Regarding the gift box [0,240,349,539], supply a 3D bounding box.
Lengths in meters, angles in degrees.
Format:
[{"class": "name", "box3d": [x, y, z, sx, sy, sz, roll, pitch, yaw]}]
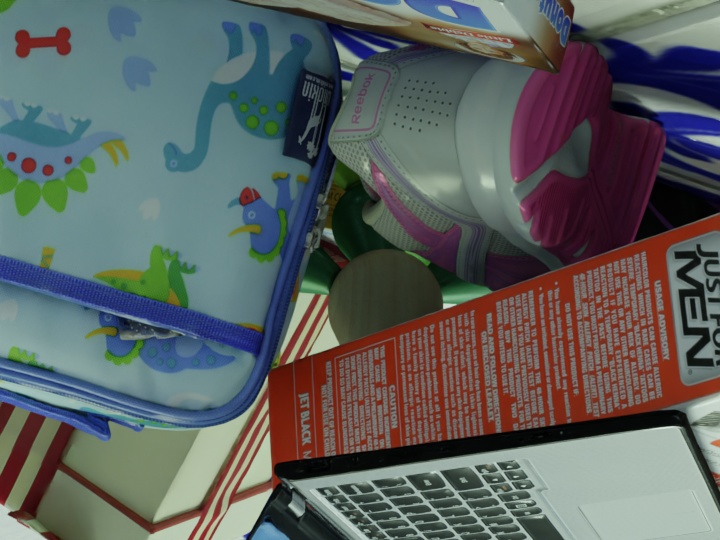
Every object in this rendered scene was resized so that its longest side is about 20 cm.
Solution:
[{"class": "gift box", "box3d": [-0.129, 0.042, 1.143, 0.184, 0.187, 0.200, 33, -166, 20]}]

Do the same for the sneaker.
[{"class": "sneaker", "box3d": [0.049, -0.035, 0.808, 0.088, 0.082, 0.200, 15, 167, 21]}]

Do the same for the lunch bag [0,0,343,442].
[{"class": "lunch bag", "box3d": [-0.111, -0.033, 0.796, 0.199, 0.162, 0.082, 18, 174, -4]}]

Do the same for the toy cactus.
[{"class": "toy cactus", "box3d": [0.000, 0.000, 0.937, 0.199, 0.103, 0.165, 15, -149, -17]}]

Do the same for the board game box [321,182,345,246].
[{"class": "board game box", "box3d": [0.073, -0.008, 1.165, 0.152, 0.041, 0.200, 13, 174, 27]}]

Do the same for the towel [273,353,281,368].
[{"class": "towel", "box3d": [-0.121, -0.007, 0.981, 0.086, 0.018, 0.200, 3, -156, -42]}]

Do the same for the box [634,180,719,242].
[{"class": "box", "box3d": [0.170, 0.046, 0.941, 0.199, 0.144, 0.036, 17, 140, -24]}]

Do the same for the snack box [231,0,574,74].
[{"class": "snack box", "box3d": [-0.040, -0.097, 0.670, 0.199, 0.024, 0.072, 14, 173, 20]}]

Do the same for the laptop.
[{"class": "laptop", "box3d": [0.027, 0.138, 0.768, 0.199, 0.117, 0.187, -9, 159, 12]}]

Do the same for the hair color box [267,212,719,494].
[{"class": "hair color box", "box3d": [0.078, 0.046, 0.790, 0.199, 0.064, 0.111, -19, 154, 35]}]
